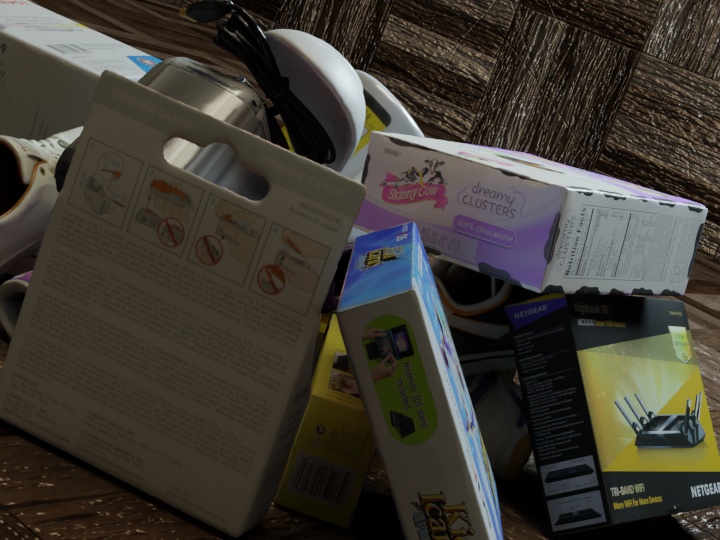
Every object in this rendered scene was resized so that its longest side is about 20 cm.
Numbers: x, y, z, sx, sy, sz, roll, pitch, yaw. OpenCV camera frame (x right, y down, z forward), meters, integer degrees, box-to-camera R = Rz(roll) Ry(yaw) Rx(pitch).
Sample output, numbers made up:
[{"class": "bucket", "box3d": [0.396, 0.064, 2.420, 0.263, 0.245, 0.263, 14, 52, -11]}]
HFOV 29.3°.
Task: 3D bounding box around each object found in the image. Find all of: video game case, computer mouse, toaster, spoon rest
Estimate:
[{"class": "video game case", "box3d": [0.038, 0.079, 0.772, 0.045, 0.184, 0.200, -15, 11, 6]}, {"class": "computer mouse", "box3d": [-0.106, -0.127, 1.018, 0.141, 0.046, 0.199, 58, -22, -19]}, {"class": "toaster", "box3d": [-0.132, -0.056, 0.964, 0.113, 0.201, 0.130, 24, 56, 19]}, {"class": "spoon rest", "box3d": [-0.023, -0.101, 1.010, 0.099, 0.061, 0.200, 37, -13, 32]}]

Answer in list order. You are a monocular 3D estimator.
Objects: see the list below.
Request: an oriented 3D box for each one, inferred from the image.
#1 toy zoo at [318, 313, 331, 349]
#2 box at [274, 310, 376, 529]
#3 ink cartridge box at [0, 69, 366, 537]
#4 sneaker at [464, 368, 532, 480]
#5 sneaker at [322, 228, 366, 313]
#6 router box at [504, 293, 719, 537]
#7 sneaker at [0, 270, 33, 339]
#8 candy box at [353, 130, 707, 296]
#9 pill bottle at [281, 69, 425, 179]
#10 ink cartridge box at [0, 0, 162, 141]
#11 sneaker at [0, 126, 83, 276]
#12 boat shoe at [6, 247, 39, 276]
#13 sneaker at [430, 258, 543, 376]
[{"class": "toy zoo", "box3d": [0.013, 0.035, 1.110, 0.198, 0.021, 0.131, -11, 15, -25]}, {"class": "box", "box3d": [-0.013, 0.088, 0.877, 0.049, 0.076, 0.200, 18, 13, -2]}, {"class": "ink cartridge box", "box3d": [-0.094, 0.017, 0.732, 0.159, 0.202, 0.047, 24, 13, 12]}, {"class": "sneaker", "box3d": [0.071, 0.083, 1.040, 0.087, 0.076, 0.200, 18, 12, -13]}, {"class": "sneaker", "box3d": [0.000, 0.000, 1.048, 0.087, 0.075, 0.199, 2, 17, 33]}, {"class": "router box", "box3d": [0.188, 0.100, 0.988, 0.052, 0.159, 0.199, -19, -14, 34]}, {"class": "sneaker", "box3d": [-0.140, 0.047, 0.862, 0.198, 0.074, 0.114, 16, 13, 26]}, {"class": "candy box", "box3d": [0.121, -0.039, 0.974, 0.167, 0.073, 0.199, 21, 12, 39]}, {"class": "pill bottle", "box3d": [-0.045, -0.064, 1.152, 0.111, 0.200, 0.111, 46, -10, 11]}, {"class": "ink cartridge box", "box3d": [-0.281, -0.139, 1.205, 0.198, 0.146, 0.147, 26, 18, 18]}, {"class": "sneaker", "box3d": [-0.224, -0.066, 0.970, 0.072, 0.085, 0.200, 26, 39, 11]}, {"class": "boat shoe", "box3d": [-0.263, -0.050, 1.055, 0.071, 0.066, 0.200, 16, 14, -28]}, {"class": "sneaker", "box3d": [0.107, 0.026, 1.018, 0.198, 0.081, 0.078, -8, 23, -42]}]
